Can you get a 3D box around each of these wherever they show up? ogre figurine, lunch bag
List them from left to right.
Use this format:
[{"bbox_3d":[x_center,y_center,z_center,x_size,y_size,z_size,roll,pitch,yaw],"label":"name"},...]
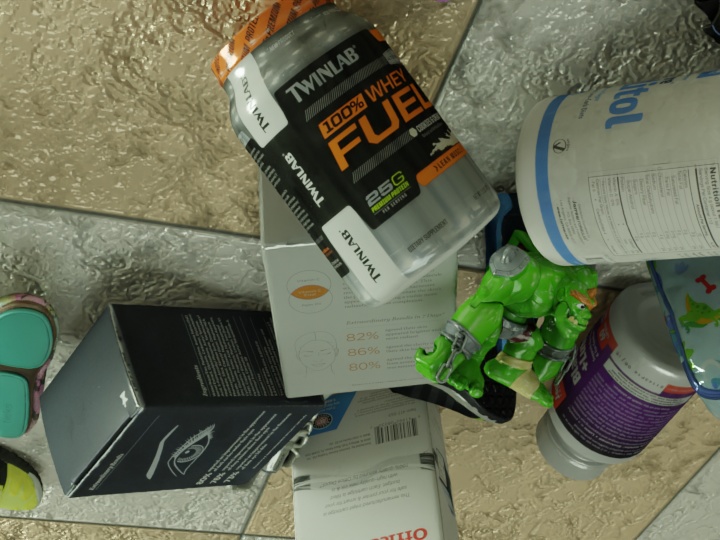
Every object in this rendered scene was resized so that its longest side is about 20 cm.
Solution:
[{"bbox_3d":[0.127,0.039,0.957,0.199,0.098,0.121,17,108,-34],"label":"ogre figurine"},{"bbox_3d":[0.324,0.008,0.968,0.159,0.202,0.082,-22,144,20],"label":"lunch bag"}]

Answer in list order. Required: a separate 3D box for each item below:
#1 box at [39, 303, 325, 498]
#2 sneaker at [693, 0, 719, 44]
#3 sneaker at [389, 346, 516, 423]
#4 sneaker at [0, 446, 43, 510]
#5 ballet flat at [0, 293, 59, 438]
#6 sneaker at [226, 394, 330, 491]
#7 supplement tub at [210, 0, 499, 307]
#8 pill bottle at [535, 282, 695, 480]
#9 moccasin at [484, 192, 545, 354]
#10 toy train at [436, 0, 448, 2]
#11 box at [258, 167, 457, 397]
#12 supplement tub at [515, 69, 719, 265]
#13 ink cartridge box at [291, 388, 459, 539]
[{"bbox_3d":[-0.158,0.115,1.053,0.199,0.105,0.148,6,139,-43],"label":"box"},{"bbox_3d":[0.283,-0.181,0.854,0.077,0.071,0.201,-16,133,18],"label":"sneaker"},{"bbox_3d":[0.069,0.092,1.149,0.199,0.072,0.082,31,151,-34],"label":"sneaker"},{"bbox_3d":[-0.409,0.210,1.193,0.075,0.077,0.199,-36,132,28],"label":"sneaker"},{"bbox_3d":[-0.301,0.068,1.050,0.068,0.072,0.201,11,137,-10],"label":"ballet flat"},{"bbox_3d":[-0.071,0.145,1.156,0.074,0.088,0.200,18,133,-34],"label":"sneaker"},{"bbox_3d":[-0.006,-0.087,0.816,0.122,0.122,0.201,-37,92,30],"label":"supplement tub"},{"bbox_3d":[0.248,0.115,1.147,0.110,0.112,0.201,10,136,-18],"label":"pill bottle"},{"bbox_3d":[0.148,0.016,1.047,0.067,0.081,0.201,-10,140,-3],"label":"moccasin"},{"bbox_3d":[0.019,-0.247,0.752,0.198,0.056,0.151,-1,137,-12],"label":"toy train"},{"bbox_3d":[0.000,0.000,0.986,0.150,0.107,0.201,-5,139,-2],"label":"box"},{"bbox_3d":[0.226,-0.074,0.869,0.198,0.133,0.132,-5,145,34],"label":"supplement tub"},{"bbox_3d":[0.013,0.217,1.163,0.145,0.201,0.086,-15,139,10],"label":"ink cartridge box"}]
